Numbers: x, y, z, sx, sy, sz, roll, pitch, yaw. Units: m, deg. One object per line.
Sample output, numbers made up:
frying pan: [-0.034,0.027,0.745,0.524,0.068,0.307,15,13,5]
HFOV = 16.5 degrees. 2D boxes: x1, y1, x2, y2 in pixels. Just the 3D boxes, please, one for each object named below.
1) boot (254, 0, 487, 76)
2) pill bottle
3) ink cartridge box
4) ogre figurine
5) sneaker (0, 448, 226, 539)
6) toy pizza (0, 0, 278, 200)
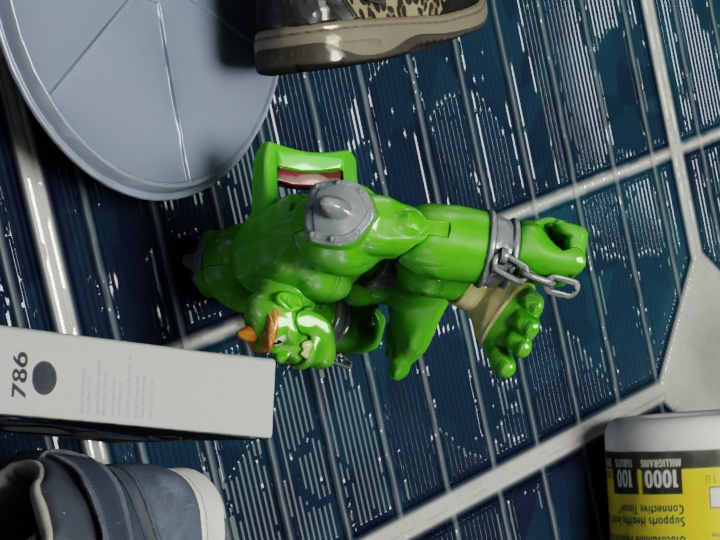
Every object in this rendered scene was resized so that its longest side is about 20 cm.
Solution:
boot: [-0.004,-0.175,1.165,0.200,0.073,0.151,-26,108,-60]
pill bottle: [0.194,0.177,1.350,0.112,0.112,0.200,-1,86,-50]
ink cartridge box: [-0.135,0.045,0.988,0.200,0.099,0.039,12,78,-48]
ogre figurine: [0.000,0.000,1.100,0.120,0.200,0.098,17,91,-25]
sneaker: [-0.115,0.171,1.004,0.146,0.077,0.203,23,59,-58]
toy pizza: [-0.103,-0.130,1.094,0.200,0.032,0.201,12,75,-54]
